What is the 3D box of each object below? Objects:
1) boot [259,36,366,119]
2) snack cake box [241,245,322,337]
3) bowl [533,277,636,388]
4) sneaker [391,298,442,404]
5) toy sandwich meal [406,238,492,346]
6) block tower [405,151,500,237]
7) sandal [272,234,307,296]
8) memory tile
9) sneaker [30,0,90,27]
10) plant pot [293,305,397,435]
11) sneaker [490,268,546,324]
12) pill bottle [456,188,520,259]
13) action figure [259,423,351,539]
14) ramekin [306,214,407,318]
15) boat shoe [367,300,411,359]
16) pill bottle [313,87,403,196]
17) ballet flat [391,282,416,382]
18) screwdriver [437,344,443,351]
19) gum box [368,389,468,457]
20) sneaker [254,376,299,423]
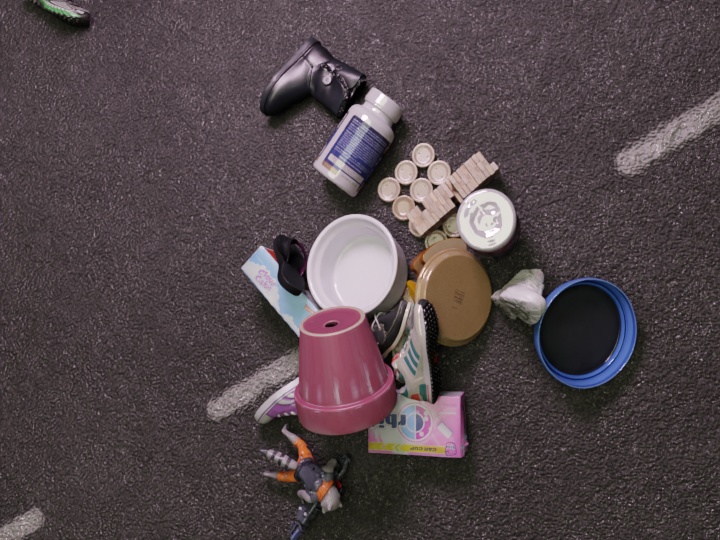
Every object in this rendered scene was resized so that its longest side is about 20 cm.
[{"bbox_3d":[-0.099,-0.371,1.674,0.168,0.076,0.201,41,90,18],"label":"boot"},{"bbox_3d":[-0.143,0.050,1.629,0.067,0.115,0.200,-44,76,7],"label":"snack cake box"},{"bbox_3d":[0.413,0.113,1.472,0.195,0.039,0.207,-2,99,-10],"label":"bowl"},{"bbox_3d":[0.097,0.152,1.484,0.091,0.070,0.205,2,110,24],"label":"sneaker"},{"bbox_3d":[0.170,0.045,1.550,0.200,0.070,0.212,0,90,-28],"label":"toy sandwich meal"},{"bbox_3d":[0.183,-0.151,1.574,0.199,0.054,0.058,-39,78,8],"label":"block tower"},{"bbox_3d":[-0.132,-0.021,1.590,0.075,0.202,0.048,33,110,-26],"label":"sandal"},{"bbox_3d":[0.141,-0.145,1.622,0.153,0.017,0.201,-44,77,8],"label":"memory tile"},{"bbox_3d":[-0.707,-0.639,1.862,0.198,0.078,0.086,33,93,16],"label":"sneaker"},{"bbox_3d":[-0.037,0.175,1.484,0.194,0.201,0.184,-5,110,14],"label":"plant pot"},{"bbox_3d":[0.306,0.036,1.473,0.078,0.200,0.100,42,87,-7],"label":"sneaker"},{"bbox_3d":[0.245,-0.081,1.492,0.108,0.200,0.114,-1,85,14],"label":"pill bottle"},{"bbox_3d":[-0.120,0.432,1.593,0.191,0.105,0.203,25,81,31],"label":"action figure"},{"bbox_3d":[0.000,0.000,1.588,0.196,0.097,0.206,-6,76,24],"label":"ramekin"},{"bbox_3d":[0.044,0.113,1.534,0.066,0.201,0.073,24,57,-7],"label":"boat shoe"},{"bbox_3d":[0.000,-0.263,1.621,0.110,0.111,0.202,36,95,15],"label":"pill bottle"},{"bbox_3d":[0.098,0.121,1.592,0.063,0.075,0.205,11,82,47],"label":"ballet flat"},{"bbox_3d":[0.123,0.189,1.597,0.202,0.028,0.029,-57,45,11],"label":"screwdriver"},{"bbox_3d":[0.115,0.297,1.557,0.194,0.066,0.117,0,90,15],"label":"gum box"},{"bbox_3d":[-0.118,0.282,1.626,0.198,0.073,0.116,-34,81,10],"label":"sneaker"}]
